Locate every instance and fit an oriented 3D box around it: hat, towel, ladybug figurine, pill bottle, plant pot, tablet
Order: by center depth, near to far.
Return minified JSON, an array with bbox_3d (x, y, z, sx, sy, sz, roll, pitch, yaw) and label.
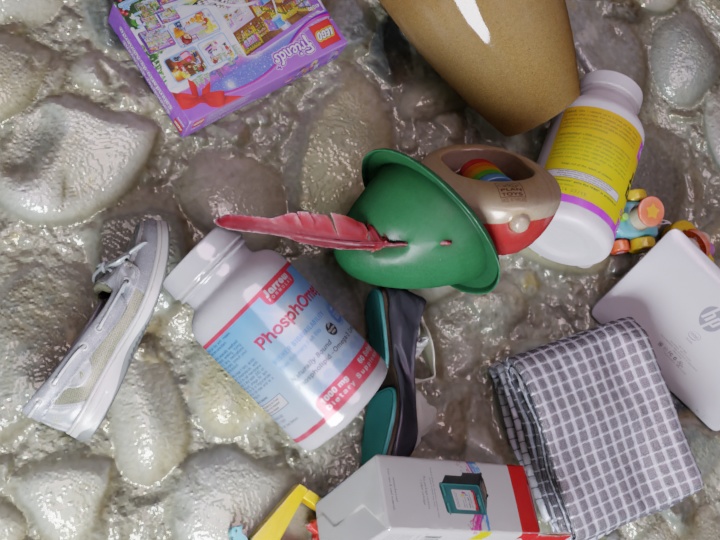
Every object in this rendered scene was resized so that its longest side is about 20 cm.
[{"bbox_3d":[-0.078,0.054,0.922,0.200,0.109,0.109,46,64,-5],"label":"pill bottle"},{"bbox_3d":[0.000,0.000,0.950,0.200,0.166,0.176,41,68,14],"label":"hat"},{"bbox_3d":[0.124,-0.069,1.015,0.134,0.200,0.073,-1,112,-8],"label":"ladybug figurine"},{"bbox_3d":[0.237,0.161,1.035,0.164,0.086,0.202,-16,82,-25],"label":"towel"},{"bbox_3d":[0.142,-0.249,1.079,0.186,0.186,0.201,-38,105,-27],"label":"plant pot"},{"bbox_3d":[0.242,-0.114,1.106,0.104,0.104,0.201,28,67,-13],"label":"pill bottle"},{"bbox_3d":[0.362,0.066,1.113,0.200,0.014,0.130,42,102,-6],"label":"tablet"}]

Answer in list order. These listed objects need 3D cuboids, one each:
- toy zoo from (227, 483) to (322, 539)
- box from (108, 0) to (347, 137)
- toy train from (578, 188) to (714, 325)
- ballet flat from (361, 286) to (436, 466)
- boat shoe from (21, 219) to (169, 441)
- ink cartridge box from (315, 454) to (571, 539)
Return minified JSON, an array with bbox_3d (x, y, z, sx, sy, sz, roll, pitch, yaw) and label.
[{"bbox_3d":[-0.034,0.284,0.923,0.199,0.020,0.132,37,65,-9],"label":"toy zoo"},{"bbox_3d":[-0.129,-0.236,1.025,0.199,0.039,0.138,-32,88,-27],"label":"box"},{"bbox_3d":[0.334,-0.005,1.140,0.199,0.056,0.151,37,64,-9],"label":"toy train"},{"bbox_3d":[0.041,0.111,0.979,0.072,0.073,0.202,8,70,-20],"label":"ballet flat"},{"bbox_3d":[-0.220,0.042,0.889,0.064,0.074,0.204,26,73,-18],"label":"boat shoe"},{"bbox_3d":[0.074,0.222,0.918,0.198,0.116,0.068,10,53,-30],"label":"ink cartridge box"}]
